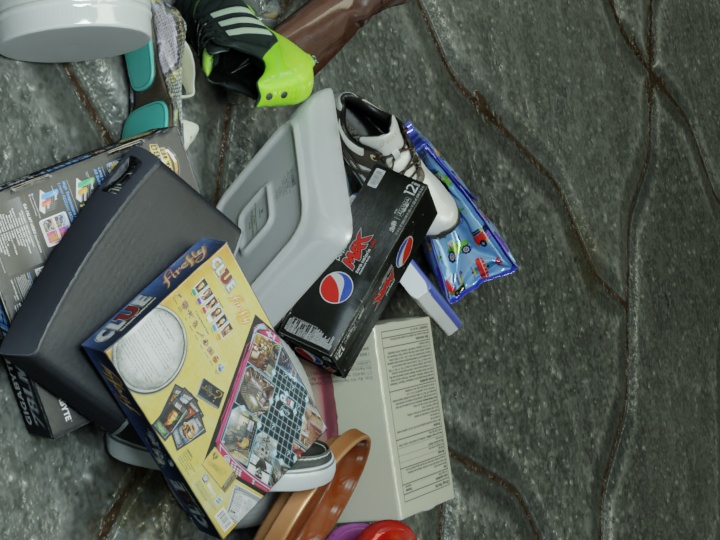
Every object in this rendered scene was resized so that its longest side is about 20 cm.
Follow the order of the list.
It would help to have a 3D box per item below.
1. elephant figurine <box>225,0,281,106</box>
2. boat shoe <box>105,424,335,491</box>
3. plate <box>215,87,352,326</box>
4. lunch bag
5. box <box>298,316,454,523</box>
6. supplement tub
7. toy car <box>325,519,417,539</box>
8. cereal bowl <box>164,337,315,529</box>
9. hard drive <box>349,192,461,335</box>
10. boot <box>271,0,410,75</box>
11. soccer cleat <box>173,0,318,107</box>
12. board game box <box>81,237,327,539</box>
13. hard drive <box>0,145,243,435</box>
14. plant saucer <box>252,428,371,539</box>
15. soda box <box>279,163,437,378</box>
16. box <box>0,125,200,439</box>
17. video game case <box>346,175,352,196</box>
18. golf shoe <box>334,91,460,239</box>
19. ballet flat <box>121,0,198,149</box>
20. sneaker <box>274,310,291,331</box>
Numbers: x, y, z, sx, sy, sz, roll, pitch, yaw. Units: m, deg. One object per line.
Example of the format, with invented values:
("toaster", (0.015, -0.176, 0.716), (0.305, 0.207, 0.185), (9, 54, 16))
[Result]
("elephant figurine", (-0.107, -0.296, 1.424), (0.141, 0.200, 0.155), (37, 24, -30))
("boat shoe", (-0.115, 0.143, 1.229), (0.069, 0.199, 0.057), (-107, -151, -67))
("plate", (-0.082, -0.042, 1.284), (0.032, 0.200, 0.200), (23, 38, -28))
("lunch bag", (0.090, -0.083, 1.686), (0.200, 0.094, 0.151), (61, 4, -15))
("box", (0.013, 0.155, 1.507), (0.128, 0.109, 0.201), (-5, 87, -60))
("supplement tub", (-0.242, -0.280, 1.168), (0.132, 0.132, 0.201), (-3, 85, -59))
("toy car", (0.021, 0.317, 1.416), (0.175, 0.200, 0.150), (-34, 95, -36))
("cereal bowl", (-0.100, 0.141, 1.347), (0.200, 0.083, 0.201), (24, 61, -56))
("hard drive", (0.048, -0.003, 1.563), (0.132, 0.025, 0.200), (52, 2, 18))
("boot", (-0.024, -0.261, 1.351), (0.064, 0.200, 0.186), (50, -8, 24))
("soccer cleat", (-0.123, -0.207, 1.320), (0.081, 0.200, 0.068), (-19, 131, -37))
("board game box", (-0.117, 0.094, 1.140), (0.135, 0.035, 0.200), (-44, 124, -29))
("hard drive", (-0.179, 0.016, 1.134), (0.135, 0.042, 0.200), (42, 66, -30))
("plant saucer", (-0.056, 0.234, 1.351), (0.200, 0.032, 0.200), (-55, 167, -20))
("soda box", (0.000, 0.000, 1.419), (0.200, 0.063, 0.071), (-60, 159, -15))
("box", (-0.206, 0.006, 1.169), (0.198, 0.050, 0.200), (-27, 106, -36))
("video game case", (-0.028, -0.065, 1.493), (0.200, 0.017, 0.143), (74, 13, -58))
("golf shoe", (0.032, -0.112, 1.548), (0.200, 0.094, 0.078), (41, 73, -2))
("ballet flat", (-0.176, -0.149, 1.299), (0.072, 0.072, 0.201), (16, 68, -57))
("sneaker", (-0.071, -0.026, 1.451), (0.079, 0.074, 0.201), (48, 44, -50))
